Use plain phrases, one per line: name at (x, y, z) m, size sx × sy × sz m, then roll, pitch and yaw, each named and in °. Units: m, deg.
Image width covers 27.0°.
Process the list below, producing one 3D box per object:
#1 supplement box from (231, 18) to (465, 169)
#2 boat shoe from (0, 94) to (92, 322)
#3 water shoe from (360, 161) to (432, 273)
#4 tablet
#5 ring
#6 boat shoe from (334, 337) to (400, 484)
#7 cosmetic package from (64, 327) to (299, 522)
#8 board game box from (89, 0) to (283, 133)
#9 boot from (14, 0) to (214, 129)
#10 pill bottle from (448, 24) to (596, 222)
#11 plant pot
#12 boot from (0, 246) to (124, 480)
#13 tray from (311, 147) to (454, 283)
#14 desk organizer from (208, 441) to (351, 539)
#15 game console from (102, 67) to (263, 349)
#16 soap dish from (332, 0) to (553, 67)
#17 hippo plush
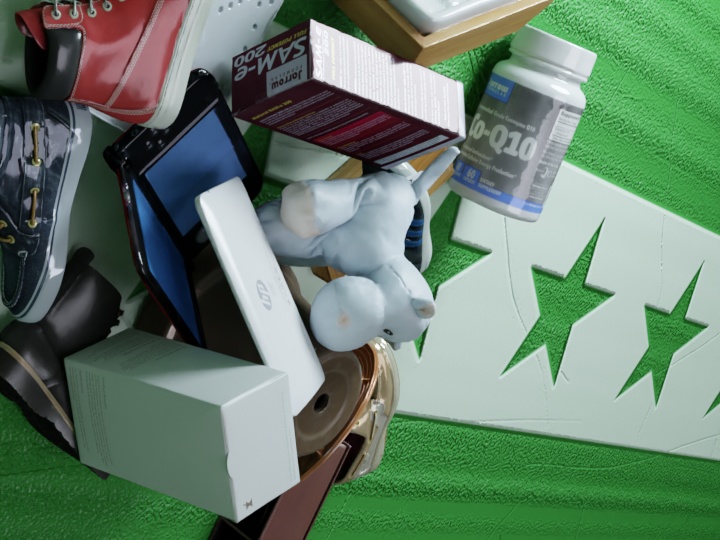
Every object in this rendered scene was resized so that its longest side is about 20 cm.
supplement box at (-0.009, -0.156, 1.363) m, size 0.199 × 0.108 × 0.062 m, roll 15°, pitch 66°, yaw -43°
boat shoe at (-0.286, -0.052, 1.219) m, size 0.090 × 0.071 × 0.202 m, roll 0°, pitch 115°, yaw -36°
water shoe at (0.028, -0.043, 1.539) m, size 0.079 × 0.071 × 0.201 m, roll -47°, pitch 147°, yaw -21°
tablet at (-0.083, 0.019, 1.300) m, size 0.202 × 0.014 × 0.130 m, roll 66°, pitch 14°, yaw -6°
ring at (-0.060, 0.148, 1.547) m, size 0.019 × 0.200 × 0.201 m, roll 42°, pitch 77°, yaw -21°
boat shoe at (-0.005, 0.163, 1.707) m, size 0.069 × 0.073 × 0.202 m, roll -31°, pitch 136°, yaw -44°
cosmetic package at (-0.154, 0.127, 1.276) m, size 0.085 × 0.199 × 0.109 m, roll -26°, pitch 120°, yaw -46°
board game box at (-0.164, -0.212, 1.289) m, size 0.200 × 0.026 × 0.201 m, roll 30°, pitch 89°, yaw -56°
boot at (-0.191, -0.222, 1.172) m, size 0.143 × 0.072 × 0.202 m, roll 12°, pitch 95°, yaw -39°
pill bottle at (0.184, -0.166, 1.684) m, size 0.113 × 0.113 × 0.202 m, roll 7°, pitch 108°, yaw -53°
plant pot at (-0.095, 0.092, 1.459) m, size 0.200 × 0.174 × 0.202 m, roll -32°, pitch 137°, yaw -35°
boot at (-0.244, 0.089, 1.360) m, size 0.139 × 0.077 × 0.201 m, roll -52°, pitch 146°, yaw -20°
tray at (0.018, -0.084, 1.599) m, size 0.200 × 0.037 × 0.099 m, roll -44°, pitch 142°, yaw -25°
desk organizer at (-0.098, 0.263, 1.663) m, size 0.077 × 0.071 × 0.201 m, roll 20°, pitch 98°, yaw -52°
game console at (-0.138, -0.044, 1.319) m, size 0.172 × 0.118 × 0.200 m, roll -45°, pitch 153°, yaw -12°
soap dish at (0.070, -0.275, 1.437) m, size 0.199 × 0.157 × 0.082 m, roll -27°, pitch 154°, yaw -38°
hippo plush at (0.000, 0.000, 1.415) m, size 0.198 × 0.162 × 0.159 m, roll -13°, pitch 169°, yaw -25°
